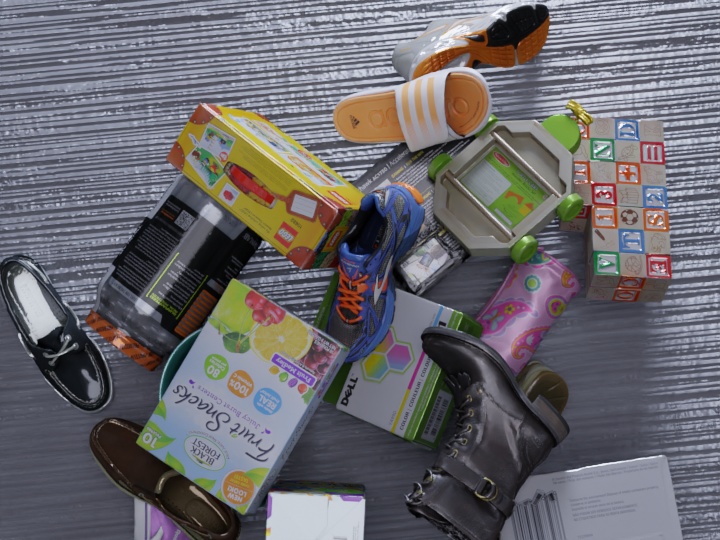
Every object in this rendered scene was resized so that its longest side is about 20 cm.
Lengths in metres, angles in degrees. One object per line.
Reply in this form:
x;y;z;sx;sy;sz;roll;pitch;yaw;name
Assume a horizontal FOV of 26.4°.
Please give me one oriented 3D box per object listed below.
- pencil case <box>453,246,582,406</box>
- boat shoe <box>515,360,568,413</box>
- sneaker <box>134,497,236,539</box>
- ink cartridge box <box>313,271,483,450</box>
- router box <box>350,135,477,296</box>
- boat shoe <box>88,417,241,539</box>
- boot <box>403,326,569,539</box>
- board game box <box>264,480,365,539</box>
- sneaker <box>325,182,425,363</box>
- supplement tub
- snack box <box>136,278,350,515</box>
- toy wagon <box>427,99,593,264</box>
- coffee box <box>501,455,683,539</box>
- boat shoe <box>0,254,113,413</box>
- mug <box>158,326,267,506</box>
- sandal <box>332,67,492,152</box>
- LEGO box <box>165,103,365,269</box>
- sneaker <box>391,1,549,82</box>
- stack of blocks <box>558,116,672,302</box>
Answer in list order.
0.160;0.068;1.719;0.087;0.087;0.201;39;87;3;pencil case
0.154;0.192;1.727;0.073;0.063;0.202;33;92;-23;boat shoe
-0.194;0.299;1.705;0.113;0.073;0.203;-1;85;-3;sneaker
0.013;0.090;1.685;0.198;0.076;0.149;20;85;27;ink cartridge box
0.094;-0.087;1.749;0.199;0.051;0.150;-38;84;-3;router box
-0.208;0.223;1.654;0.201;0.075;0.075;35;72;6;boat shoe
0.100;0.172;1.544;0.199;0.069;0.174;39;70;6;boot
-0.047;0.283;1.640;0.102;0.200;0.106;3;86;0;board game box
0.000;0.000;1.622;0.075;0.078;0.202;19;97;32;sneaker
-0.209;0.004;1.704;0.122;0.123;0.201;36;85;3;supplement tub
-0.121;0.131;1.603;0.141;0.053;0.201;31;89;13;snack box
0.176;-0.104;1.683;0.200;0.040;0.155;-41;63;-5;toy wagon
0.234;0.335;1.613;0.197;0.198;0.202;-8;63;0;coffee box
-0.349;0.073;1.728;0.075;0.060;0.201;-37;86;-3;boat shoe
-0.141;0.154;1.690;0.151;0.114;0.187;21;86;10;mug
0.049;-0.165;1.689;0.205;0.059;0.080;-8;111;33;sandal
-0.089;-0.091;1.673;0.199;0.149;0.078;38;104;17;LEGO box
0.123;-0.268;1.757;0.198;0.092;0.076;-24;129;-21;sneaker
0.280;-0.069;1.709;0.114;0.059;0.202;2;62;-1;stack of blocks
